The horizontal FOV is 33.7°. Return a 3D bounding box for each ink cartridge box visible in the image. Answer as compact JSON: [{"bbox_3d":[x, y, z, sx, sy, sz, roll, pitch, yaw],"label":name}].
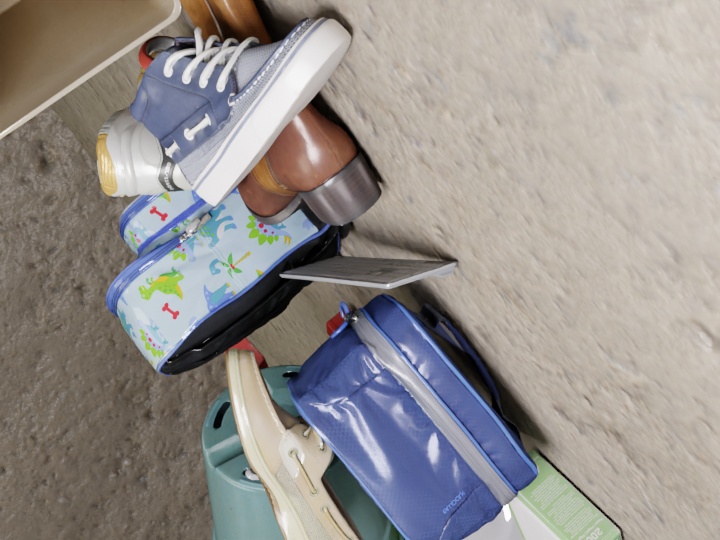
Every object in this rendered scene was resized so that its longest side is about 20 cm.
[{"bbox_3d":[0.202,0.254,0.973,0.200,0.048,0.146,42,167,36],"label":"ink cartridge box"}]

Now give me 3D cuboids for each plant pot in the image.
[{"bbox_3d":[-0.291,-0.257,0.957,0.201,0.199,0.177,57,177,-33],"label":"plant pot"},{"bbox_3d":[-0.064,0.210,1.135,0.200,0.199,0.198,41,151,40],"label":"plant pot"}]

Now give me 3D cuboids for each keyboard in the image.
[{"bbox_3d":[0.000,0.000,0.875,0.199,0.056,0.011,4,103,65],"label":"keyboard"}]

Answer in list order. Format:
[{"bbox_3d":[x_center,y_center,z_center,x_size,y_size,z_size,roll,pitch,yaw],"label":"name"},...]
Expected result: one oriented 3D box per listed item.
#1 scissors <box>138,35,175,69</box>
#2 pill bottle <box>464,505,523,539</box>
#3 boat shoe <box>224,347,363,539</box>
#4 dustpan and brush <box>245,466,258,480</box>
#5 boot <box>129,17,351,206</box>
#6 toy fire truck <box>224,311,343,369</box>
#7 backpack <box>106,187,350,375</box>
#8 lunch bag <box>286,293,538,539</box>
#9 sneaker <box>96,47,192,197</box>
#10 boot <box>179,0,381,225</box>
[{"bbox_3d":[-0.148,-0.135,0.890,0.072,0.014,0.201,21,-151,-4],"label":"scissors"},{"bbox_3d":[0.096,0.245,1.212,0.112,0.111,0.200,50,170,0],"label":"pill bottle"},{"bbox_3d":[-0.053,0.148,0.954,0.072,0.064,0.202,-114,3,-79],"label":"boat shoe"},{"bbox_3d":[-0.015,0.128,1.037,0.139,0.199,0.058,42,134,34],"label":"dustpan and brush"},{"bbox_3d":[-0.083,-0.113,0.721,0.090,0.073,0.200,44,146,-5],"label":"boot"},{"bbox_3d":[-0.033,0.117,1.234,0.200,0.141,0.049,48,170,12],"label":"toy fire truck"},{"bbox_3d":[-0.128,-0.012,1.035,0.147,0.200,0.183,49,170,7],"label":"backpack"},{"bbox_3d":[0.040,0.108,0.933,0.201,0.132,0.136,51,178,-9],"label":"lunch bag"},{"bbox_3d":[-0.141,-0.118,0.954,0.201,0.086,0.076,-77,-12,-51],"label":"sneaker"},{"bbox_3d":[-0.087,-0.125,0.842,0.201,0.068,0.188,56,169,-20],"label":"boot"}]
